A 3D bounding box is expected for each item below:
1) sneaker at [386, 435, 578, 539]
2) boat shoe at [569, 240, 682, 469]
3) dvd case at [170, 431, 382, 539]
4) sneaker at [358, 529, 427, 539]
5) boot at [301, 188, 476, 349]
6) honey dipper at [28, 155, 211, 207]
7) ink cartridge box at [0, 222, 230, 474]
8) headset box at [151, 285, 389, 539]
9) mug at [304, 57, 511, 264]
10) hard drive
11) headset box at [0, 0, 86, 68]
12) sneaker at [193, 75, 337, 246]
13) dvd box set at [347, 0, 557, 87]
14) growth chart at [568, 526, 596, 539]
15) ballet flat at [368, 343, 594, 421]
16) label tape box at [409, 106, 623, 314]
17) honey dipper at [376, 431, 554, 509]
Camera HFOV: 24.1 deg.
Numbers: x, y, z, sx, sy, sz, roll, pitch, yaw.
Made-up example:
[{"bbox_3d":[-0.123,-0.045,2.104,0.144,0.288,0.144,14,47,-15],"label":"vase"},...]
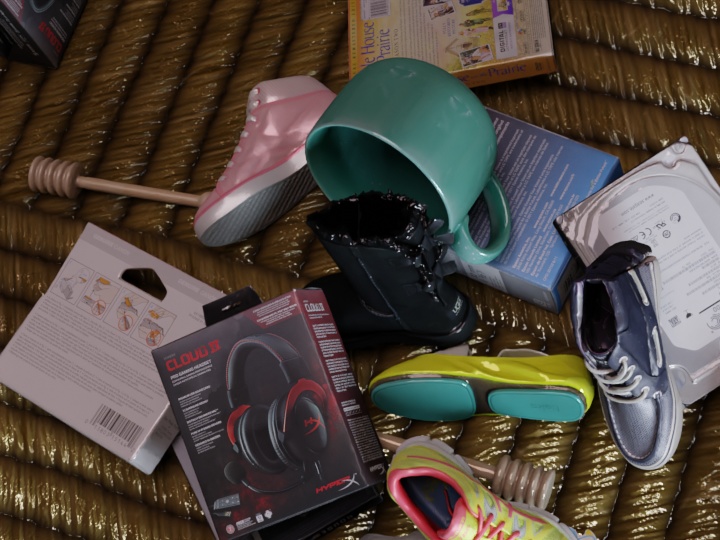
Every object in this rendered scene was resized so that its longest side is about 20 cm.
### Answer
[{"bbox_3d":[0.098,0.218,1.401,0.200,0.090,0.078,33,101,13],"label":"sneaker"},{"bbox_3d":[0.216,0.082,1.415,0.075,0.093,0.201,-4,103,34],"label":"boat shoe"},{"bbox_3d":[-0.090,0.161,1.546,0.150,0.025,0.200,-30,63,1],"label":"dvd case"},{"bbox_3d":[-0.009,0.277,1.462,0.200,0.076,0.092,-16,38,17],"label":"sneaker"},{"bbox_3d":[-0.001,0.001,1.496,0.198,0.163,0.073,2,56,29],"label":"boot"},{"bbox_3d":[-0.233,-0.080,1.676,0.199,0.038,0.038,11,71,16],"label":"honey dipper"},{"bbox_3d":[-0.228,0.071,1.590,0.200,0.045,0.176,26,78,32],"label":"ink cartridge box"},{"bbox_3d":[-0.081,0.115,1.464,0.148,0.075,0.200,-22,83,16],"label":"headset box"},{"bbox_3d":[0.050,-0.101,1.493,0.152,0.185,0.115,11,54,39],"label":"mug"},{"bbox_3d":[0.278,0.003,1.472,0.140,0.038,0.200,-32,86,-1],"label":"hard drive"},{"bbox_3d":[-0.341,-0.317,1.739,0.077,0.149,0.200,13,71,19],"label":"headset box"},{"bbox_3d":[-0.097,-0.112,1.632,0.200,0.075,0.105,-38,68,-11],"label":"sneaker"},{"bbox_3d":[0.087,-0.234,1.644,0.199,0.029,0.147,-10,51,10],"label":"dvd box set"},{"bbox_3d":[0.152,0.281,1.439,0.200,0.018,0.145,17,72,19],"label":"growth chart"},{"bbox_3d":[0.109,0.097,1.508,0.199,0.067,0.067,1,47,12],"label":"ballet flat"},{"bbox_3d":[0.124,-0.066,1.565,0.200,0.066,0.144,23,75,24],"label":"label tape box"},{"bbox_3d":[0.070,0.163,1.478,0.200,0.038,0.038,17,73,14],"label":"honey dipper"}]
